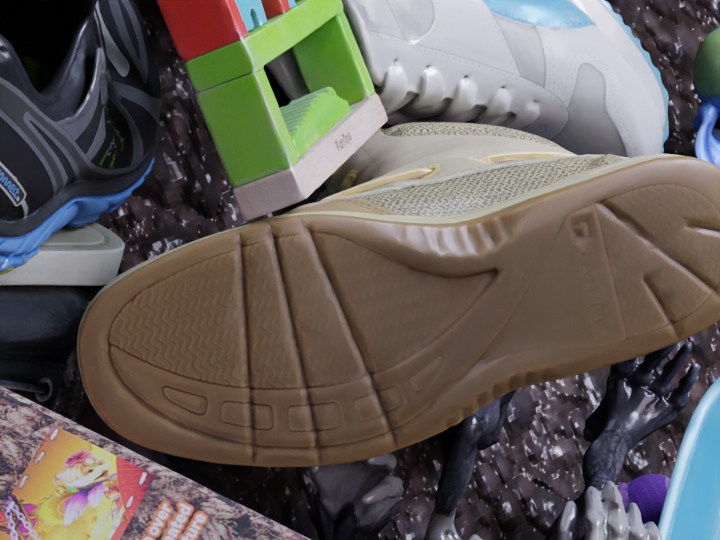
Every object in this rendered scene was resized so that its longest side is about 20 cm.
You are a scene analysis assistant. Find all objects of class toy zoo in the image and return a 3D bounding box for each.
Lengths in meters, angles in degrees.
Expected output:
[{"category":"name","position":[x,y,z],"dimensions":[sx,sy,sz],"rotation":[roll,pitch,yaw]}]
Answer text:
[{"category":"toy zoo","position":[-0.048,-0.122,0.831],"dimensions":[0.131,0.020,0.200],"rotation":[-52,121,-73]}]

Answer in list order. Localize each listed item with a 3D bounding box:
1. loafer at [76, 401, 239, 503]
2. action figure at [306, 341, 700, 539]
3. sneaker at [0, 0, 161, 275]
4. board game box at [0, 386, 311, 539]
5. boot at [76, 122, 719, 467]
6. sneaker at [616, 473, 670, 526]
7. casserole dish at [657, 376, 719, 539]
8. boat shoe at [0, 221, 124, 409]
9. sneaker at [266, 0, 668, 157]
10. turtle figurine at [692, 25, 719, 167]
[{"category":"loafer","position":[-0.060,0.123,0.808],"dimensions":[0.073,0.071,0.200],"rotation":[49,20,-56]},{"category":"action figure","position":[0.034,0.089,0.890],"dimensions":[0.119,0.102,0.200],"rotation":[18,47,11]},{"category":"sneaker","position":[-0.091,-0.058,0.800],"dimensions":[0.071,0.083,0.200],"rotation":[22,17,2]},{"category":"board game box","position":[-0.081,0.133,0.695],"dimensions":[0.200,0.097,0.160],"rotation":[26,61,6]},{"category":"boot","position":[0.000,0.000,0.870],"dimensions":[0.200,0.155,0.073],"rotation":[-16,103,-14]},{"category":"sneaker","position":[0.155,0.127,0.955],"dimensions":[0.083,0.200,0.081],"rotation":[-46,136,-3]},{"category":"casserole dish","position":[0.153,0.101,0.900],"dimensions":[0.039,0.121,0.200],"rotation":[64,34,-40]},{"category":"boat shoe","position":[-0.153,0.015,0.770],"dimensions":[0.199,0.074,0.066],"rotation":[-2,112,-50]},{"category":"sneaker","position":[0.018,-0.078,0.966],"dimensions":[0.200,0.076,0.081],"rotation":[33,59,-22]},{"category":"turtle figurine","position":[0.225,-0.077,1.111],"dimensions":[0.194,0.144,0.200],"rotation":[38,56,-34]}]
